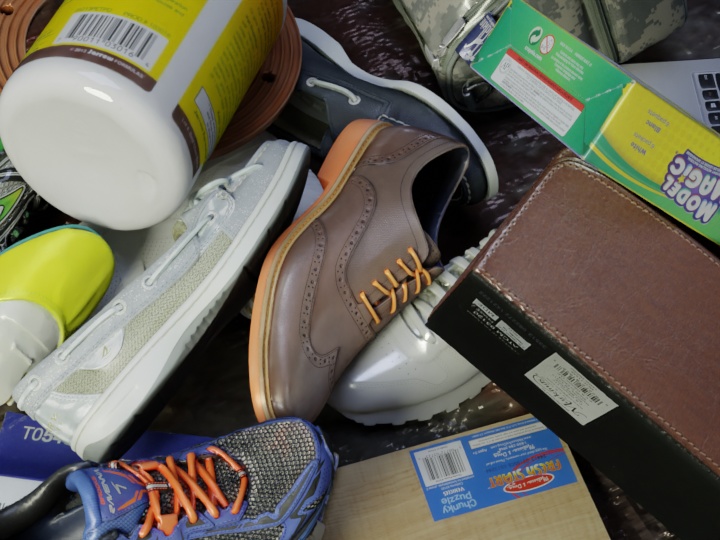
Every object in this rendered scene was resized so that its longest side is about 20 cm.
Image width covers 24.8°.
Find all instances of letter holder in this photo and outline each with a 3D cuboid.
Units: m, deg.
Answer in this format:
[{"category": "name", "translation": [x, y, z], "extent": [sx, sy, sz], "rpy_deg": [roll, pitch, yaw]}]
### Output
[{"category": "letter holder", "translation": [0.159, 0.026, 0.814], "extent": [0.199, 0.101, 0.142], "rpy_deg": [40, 71, 2]}]

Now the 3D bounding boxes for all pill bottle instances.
[{"category": "pill bottle", "translation": [-0.108, -0.125, 0.887], "extent": [0.108, 0.110, 0.201], "rpy_deg": [14, 49, 13]}]

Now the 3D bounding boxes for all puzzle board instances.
[{"category": "puzzle board", "translation": [0.032, 0.159, 0.827], "extent": [0.197, 0.018, 0.152], "rpy_deg": [-14, 52, -10]}]

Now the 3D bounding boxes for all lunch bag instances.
[{"category": "lunch bag", "translation": [0.094, -0.207, 1.041], "extent": [0.166, 0.140, 0.201], "rpy_deg": [-29, 52, 3]}]

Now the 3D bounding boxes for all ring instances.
[{"category": "ring", "translation": [-0.133, -0.130, 0.971], "extent": [0.197, 0.019, 0.202], "rpy_deg": [4, 49, -5]}]

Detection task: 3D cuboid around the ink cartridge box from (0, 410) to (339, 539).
[{"category": "ink cartridge box", "translation": [-0.124, 0.155, 0.806], "extent": [0.197, 0.041, 0.202], "rpy_deg": [4, 53, 12]}]

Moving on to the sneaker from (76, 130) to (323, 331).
[{"category": "sneaker", "translation": [-0.086, 0.004, 0.916], "extent": [0.199, 0.074, 0.115], "rpy_deg": [-37, 56, -25]}]

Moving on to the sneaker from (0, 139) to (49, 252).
[{"category": "sneaker", "translation": [-0.217, -0.020, 0.949], "extent": [0.200, 0.078, 0.085], "rpy_deg": [-41, 70, -19]}]

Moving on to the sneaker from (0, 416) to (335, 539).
[{"category": "sneaker", "translation": [-0.103, 0.119, 0.754], "extent": [0.198, 0.079, 0.076], "rpy_deg": [-25, 53, -11]}]

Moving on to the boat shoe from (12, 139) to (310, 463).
[{"category": "boat shoe", "translation": [-0.096, 0.006, 0.848], "extent": [0.064, 0.075, 0.203], "rpy_deg": [34, 76, 6]}]

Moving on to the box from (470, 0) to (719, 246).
[{"category": "box", "translation": [0.158, -0.058, 0.827], "extent": [0.049, 0.199, 0.117], "rpy_deg": [-57, 36, 12]}]

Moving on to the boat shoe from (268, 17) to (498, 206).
[{"category": "boat shoe", "translation": [-0.003, -0.084, 0.986], "extent": [0.060, 0.076, 0.199], "rpy_deg": [-37, 47, -25]}]

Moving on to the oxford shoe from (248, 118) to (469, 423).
[{"category": "oxford shoe", "translation": [0.000, 0.000, 0.858], "extent": [0.072, 0.072, 0.202], "rpy_deg": [5, 57, 28]}]

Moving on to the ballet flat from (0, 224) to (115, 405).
[{"category": "ballet flat", "translation": [-0.209, 0.052, 0.854], "extent": [0.199, 0.067, 0.067], "rpy_deg": [-30, 39, 13]}]

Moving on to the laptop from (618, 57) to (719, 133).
[{"category": "laptop", "translation": [0.259, -0.096, 0.953], "extent": [0.197, 0.117, 0.189], "rpy_deg": [-3, 51, 0]}]

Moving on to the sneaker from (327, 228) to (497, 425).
[{"category": "sneaker", "translation": [0.064, 0.017, 0.896], "extent": [0.198, 0.081, 0.077], "rpy_deg": [-23, 56, -14]}]
